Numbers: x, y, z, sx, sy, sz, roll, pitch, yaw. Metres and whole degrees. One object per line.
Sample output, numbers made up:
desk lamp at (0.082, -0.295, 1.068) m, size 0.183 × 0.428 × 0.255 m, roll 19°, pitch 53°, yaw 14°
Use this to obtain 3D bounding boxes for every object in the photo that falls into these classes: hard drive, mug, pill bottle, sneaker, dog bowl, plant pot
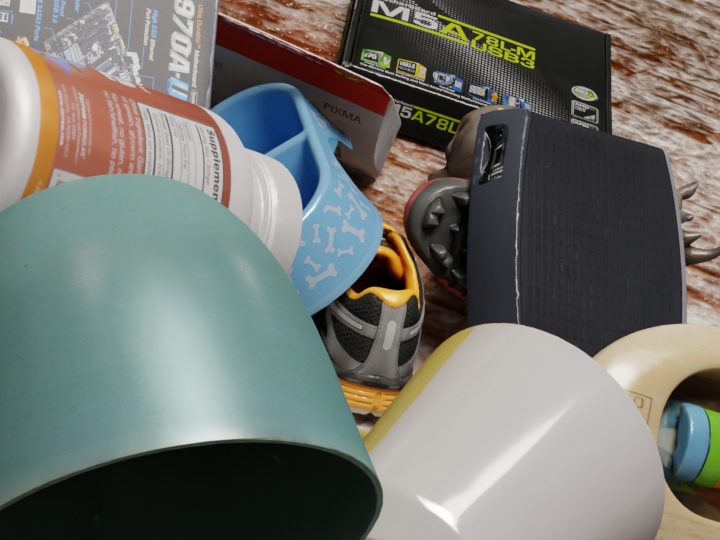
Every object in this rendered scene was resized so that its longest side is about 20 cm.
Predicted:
hard drive at (0.126, 0.008, 1.278) m, size 0.135 × 0.042 × 0.200 m, roll 14°, pitch 64°, yaw -25°
mug at (0.038, 0.133, 1.120) m, size 0.153 × 0.186 × 0.150 m, roll -38°, pitch 95°, yaw -45°
pill bottle at (-0.128, -0.040, 1.125) m, size 0.200 × 0.112 × 0.112 m, roll 17°, pitch 25°, yaw -45°
sneaker at (0.000, 0.000, 1.326) m, size 0.078 × 0.077 × 0.200 m, roll 6°, pitch 33°, yaw -19°
dog bowl at (-0.056, -0.043, 1.316) m, size 0.050 × 0.111 × 0.200 m, roll 56°, pitch 8°, yaw -31°
sneaker at (0.074, -0.021, 1.375) m, size 0.098 × 0.071 × 0.200 m, roll 31°, pitch 8°, yaw 35°
plant pot at (-0.105, 0.055, 1.018) m, size 0.200 × 0.201 × 0.161 m, roll 2°, pitch 56°, yaw -28°

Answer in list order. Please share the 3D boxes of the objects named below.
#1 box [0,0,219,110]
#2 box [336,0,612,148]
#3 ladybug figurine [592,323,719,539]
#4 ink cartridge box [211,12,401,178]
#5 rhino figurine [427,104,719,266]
box at (-0.163, -0.111, 1.257) m, size 0.159 × 0.046 × 0.200 m, roll 7°, pitch 76°, yaw -16°
box at (0.083, -0.145, 1.628) m, size 0.200 × 0.048 × 0.193 m, roll 19°, pitch 33°, yaw -4°
ladybug figurine at (0.184, 0.100, 1.209) m, size 0.200 × 0.072 × 0.136 m, roll 20°, pitch 72°, yaw -20°
ink cartridge box at (-0.058, -0.116, 1.410) m, size 0.160 × 0.047 × 0.200 m, roll 24°, pitch -1°, yaw 5°
rhino figurine at (0.144, -0.047, 1.470) m, size 0.200 × 0.088 × 0.060 m, roll 21°, pitch 32°, yaw 1°
